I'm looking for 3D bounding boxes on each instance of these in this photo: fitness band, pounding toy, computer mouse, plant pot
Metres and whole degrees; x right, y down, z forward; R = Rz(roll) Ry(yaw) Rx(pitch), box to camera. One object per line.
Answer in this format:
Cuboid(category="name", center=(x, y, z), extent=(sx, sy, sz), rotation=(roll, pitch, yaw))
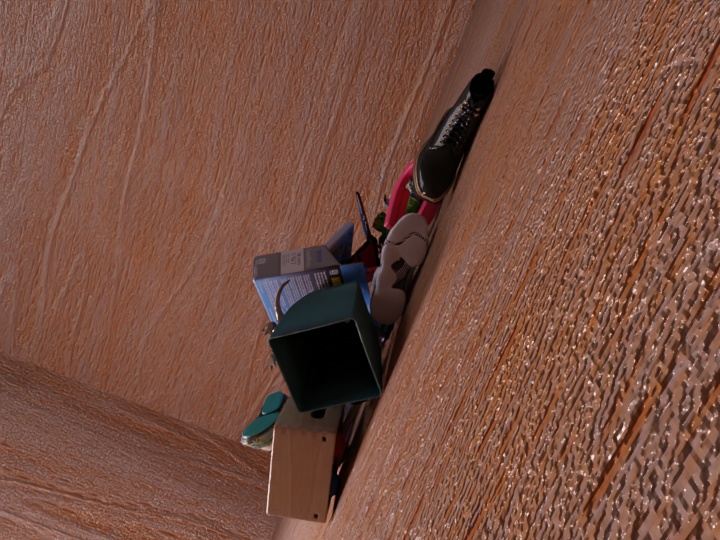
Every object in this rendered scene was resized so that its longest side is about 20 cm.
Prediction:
Cuboid(category="fitness band", center=(0.110, -0.145, 1.143), extent=(0.143, 0.037, 0.201), rotation=(-29, 39, 49))
Cuboid(category="pounding toy", center=(-0.066, 0.299, 1.027), extent=(0.200, 0.141, 0.186), rotation=(-61, -22, -79))
Cuboid(category="computer mouse", center=(0.029, 0.158, 1.047), extent=(0.059, 0.034, 0.201), rotation=(-38, 18, 51))
Cuboid(category="plant pot", center=(-0.044, 0.105, 0.972), extent=(0.200, 0.140, 0.142), rotation=(-78, -29, -65))

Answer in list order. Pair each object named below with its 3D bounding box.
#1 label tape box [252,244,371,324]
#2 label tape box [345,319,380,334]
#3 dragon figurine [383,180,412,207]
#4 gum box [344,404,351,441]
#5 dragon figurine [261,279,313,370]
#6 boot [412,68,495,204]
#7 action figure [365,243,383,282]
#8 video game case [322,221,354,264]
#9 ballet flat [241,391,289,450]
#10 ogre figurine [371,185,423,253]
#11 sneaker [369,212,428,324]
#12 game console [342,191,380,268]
Cuboid(category="label tape box", center=(-0.084, 0.028, 1.091), extent=(0.145, 0.198, 0.064), rotation=(77, -176, -46))
Cuboid(category="label tape box", center=(-0.034, 0.129, 1.179), extent=(0.063, 0.143, 0.201), rotation=(113, 178, -68))
Cuboid(category="dragon figurine", center=(0.112, -0.162, 1.633), extent=(0.059, 0.098, 0.202), rotation=(-80, -8, -71))
Cuboid(category="gum box", center=(-0.073, 0.296, 1.181), extent=(0.066, 0.113, 0.201), rotation=(113, 177, -58))
Cuboid(category="dragon figurine", center=(-0.122, 0.124, 1.026), extent=(0.099, 0.058, 0.202), rotation=(22, -123, -67))
Cuboid(category="boot", center=(0.150, -0.220, 0.949), extent=(0.138, 0.077, 0.201), rotation=(125, 166, -66))
Cuboid(category="action figure", center=(0.000, 0.000, 1.191), extent=(0.099, 0.198, 0.066), rotation=(-91, -6, -64))
Cuboid(category="video game case", center=(-0.065, 0.011, 1.310), extent=(0.200, 0.023, 0.183), rotation=(-52, -28, -57))
Cuboid(category="ballet flat", center=(-0.158, 0.283, 1.056), extent=(0.200, 0.074, 0.075), rotation=(-54, -15, -77))
Cuboid(category="ogre figurine", center=(0.092, -0.108, 1.295), extent=(0.120, 0.098, 0.200), rotation=(-53, 16, -26))
Cuboid(category="sneaker", center=(0.064, -0.010, 1.054), extent=(0.115, 0.075, 0.202), rotation=(-93, 20, -81))
Cuboid(category="game console", center=(-0.018, -0.048, 1.328), extent=(0.172, 0.119, 0.200), rotation=(-45, -17, -9))
